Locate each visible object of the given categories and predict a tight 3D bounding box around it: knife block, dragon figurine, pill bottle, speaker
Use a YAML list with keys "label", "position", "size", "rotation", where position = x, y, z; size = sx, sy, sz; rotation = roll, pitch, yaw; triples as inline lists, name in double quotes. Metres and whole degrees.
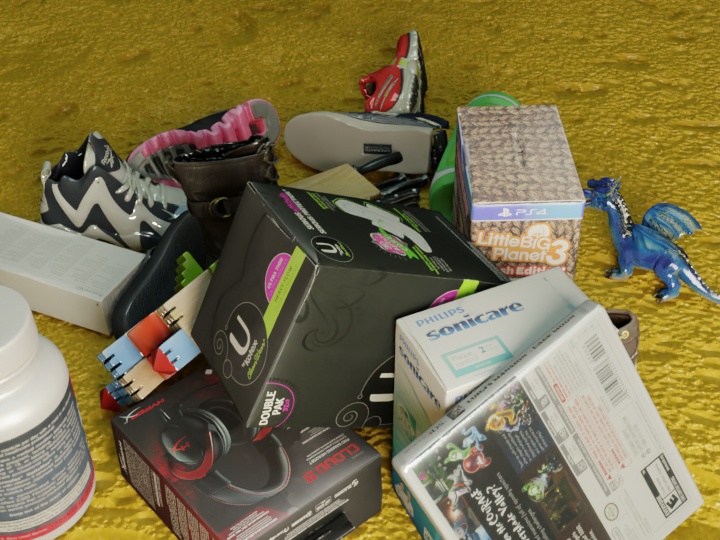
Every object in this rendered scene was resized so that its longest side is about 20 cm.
- label: "knife block"
  position: [-0.028, -0.074, 1.168]
  size: [0.199, 0.064, 0.176]
  rotation: [7, 39, 11]
- label: "dragon figurine"
  position: [0.306, -0.027, 1.074]
  size: [0.200, 0.100, 0.059]
  rotation: [28, 48, 31]
- label: "pill bottle"
  position: [-0.285, 0.115, 0.836]
  size: [0.119, 0.201, 0.120]
  rotation: [0, 39, 0]
- label: "speaker"
  position: [0.138, -0.126, 1.211]
  size: [0.088, 0.089, 0.200]
  rotation: [10, 41, 13]

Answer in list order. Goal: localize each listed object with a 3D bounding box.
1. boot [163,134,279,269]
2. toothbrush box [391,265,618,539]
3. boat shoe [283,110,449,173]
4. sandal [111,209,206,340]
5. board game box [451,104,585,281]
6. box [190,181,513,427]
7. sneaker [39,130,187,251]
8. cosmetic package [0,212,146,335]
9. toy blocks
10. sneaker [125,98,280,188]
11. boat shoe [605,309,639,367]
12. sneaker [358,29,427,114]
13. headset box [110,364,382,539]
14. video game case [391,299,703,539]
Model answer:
- label: "boot"
  position: [-0.084, -0.049, 1.040]
  size: [0.199, 0.175, 0.069]
  rotation: [-5, 29, 3]
- label: "toothbrush box"
  position: [0.106, 0.113, 0.829]
  size: [0.146, 0.201, 0.085]
  rotation: [-16, 42, -19]
- label: "boat shoe"
  position: [0.014, -0.159, 1.278]
  size: [0.199, 0.075, 0.093]
  rotation: [11, 23, 17]
- label: "sandal"
  position: [-0.198, 0.002, 1.077]
  size: [0.043, 0.076, 0.200]
  rotation: [-5, 33, 32]
- label: "board game box"
  position: [0.141, -0.030, 1.003]
  size: [0.096, 0.201, 0.160]
  rotation: [-1, 40, 0]
- label: "box"
  position: [-0.007, 0.032, 0.841]
  size: [0.199, 0.149, 0.124]
  rotation: [7, 28, -37]
- label: "sneaker"
  position: [-0.252, -0.093, 1.144]
  size: [0.198, 0.130, 0.080]
  rotation: [-4, 40, -3]
- label: "cosmetic package"
  position: [-0.323, 0.001, 1.094]
  size: [0.199, 0.051, 0.083]
  rotation: [16, 40, 20]
- label: "toy blocks"
  position: [-0.171, 0.061, 0.931]
  size: [0.137, 0.200, 0.100]
  rotation: [-41, 96, -28]
- label: "sneaker"
  position: [-0.197, -0.149, 1.273]
  size: [0.199, 0.079, 0.095]
  rotation: [-25, 23, -27]
- label: "boat shoe"
  position: [0.144, 0.063, 0.930]
  size: [0.199, 0.060, 0.072]
  rotation: [2, 28, 5]
- label: "sneaker"
  position: [0.040, -0.253, 1.381]
  size: [0.085, 0.077, 0.200]
  rotation: [-5, 35, 12]
- label: "headset box"
  position: [-0.087, 0.166, 0.866]
  size: [0.148, 0.075, 0.200]
  rotation: [-28, 46, -30]
- label: "video game case"
  position: [0.140, 0.151, 0.754]
  size: [0.182, 0.200, 0.023]
  rotation: [-37, 25, -11]
